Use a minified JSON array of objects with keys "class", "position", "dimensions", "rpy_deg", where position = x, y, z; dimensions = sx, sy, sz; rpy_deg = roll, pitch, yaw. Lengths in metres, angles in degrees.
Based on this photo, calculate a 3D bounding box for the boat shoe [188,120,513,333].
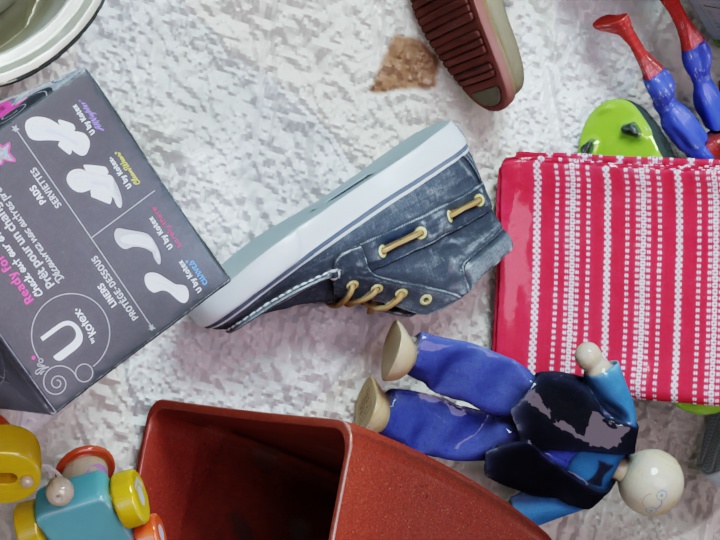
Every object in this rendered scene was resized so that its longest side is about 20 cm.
[{"class":"boat shoe","position":[0.000,0.000,1.288],"dimensions":[0.200,0.071,0.091],"rpy_deg":[-34,100,-22]}]

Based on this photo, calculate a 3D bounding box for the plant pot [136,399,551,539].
[{"class":"plant pot","position":[-0.011,0.190,1.222],"dimensions":[0.175,0.199,0.201],"rpy_deg":[16,82,-35]}]

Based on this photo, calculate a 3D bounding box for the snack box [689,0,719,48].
[{"class":"snack box","position":[0.251,-0.248,1.379],"dimensions":[0.142,0.053,0.201],"rpy_deg":[36,69,-65]}]

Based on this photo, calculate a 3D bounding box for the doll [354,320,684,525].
[{"class":"doll","position":[0.098,0.099,1.320],"dimensions":[0.199,0.049,0.137],"rpy_deg":[19,112,-13]}]

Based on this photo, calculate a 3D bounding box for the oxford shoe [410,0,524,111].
[{"class":"oxford shoe","position":[0.065,-0.195,1.328],"dimensions":[0.074,0.070,0.201],"rpy_deg":[-24,99,-28]}]

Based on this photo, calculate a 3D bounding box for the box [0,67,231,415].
[{"class":"box","position":[-0.174,-0.011,1.141],"dimensions":[0.115,0.200,0.133],"rpy_deg":[-38,102,-19]}]

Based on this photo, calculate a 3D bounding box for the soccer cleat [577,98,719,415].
[{"class":"soccer cleat","position":[0.186,-0.008,1.381],"dimensions":[0.081,0.067,0.201],"rpy_deg":[-2,72,-62]}]

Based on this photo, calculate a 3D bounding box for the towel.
[{"class":"towel","position":[0.175,0.005,1.327],"dimensions":[0.199,0.022,0.146],"rpy_deg":[3,89,18]}]

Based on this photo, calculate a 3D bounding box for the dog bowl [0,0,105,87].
[{"class":"dog bowl","position":[-0.231,-0.188,1.193],"dimensions":[0.199,0.074,0.202],"rpy_deg":[1,87,-24]}]

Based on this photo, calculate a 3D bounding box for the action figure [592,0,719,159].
[{"class":"action figure","position":[0.216,-0.084,1.401],"dimensions":[0.065,0.052,0.201],"rpy_deg":[-36,107,-15]}]

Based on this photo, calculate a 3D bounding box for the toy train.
[{"class":"toy train","position":[-0.204,0.127,1.190],"dimensions":[0.199,0.150,0.056],"rpy_deg":[21,39,-29]}]

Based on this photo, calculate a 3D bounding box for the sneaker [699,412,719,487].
[{"class":"sneaker","position":[0.287,0.062,1.413],"dimensions":[0.071,0.073,0.200],"rpy_deg":[39,73,-14]}]
